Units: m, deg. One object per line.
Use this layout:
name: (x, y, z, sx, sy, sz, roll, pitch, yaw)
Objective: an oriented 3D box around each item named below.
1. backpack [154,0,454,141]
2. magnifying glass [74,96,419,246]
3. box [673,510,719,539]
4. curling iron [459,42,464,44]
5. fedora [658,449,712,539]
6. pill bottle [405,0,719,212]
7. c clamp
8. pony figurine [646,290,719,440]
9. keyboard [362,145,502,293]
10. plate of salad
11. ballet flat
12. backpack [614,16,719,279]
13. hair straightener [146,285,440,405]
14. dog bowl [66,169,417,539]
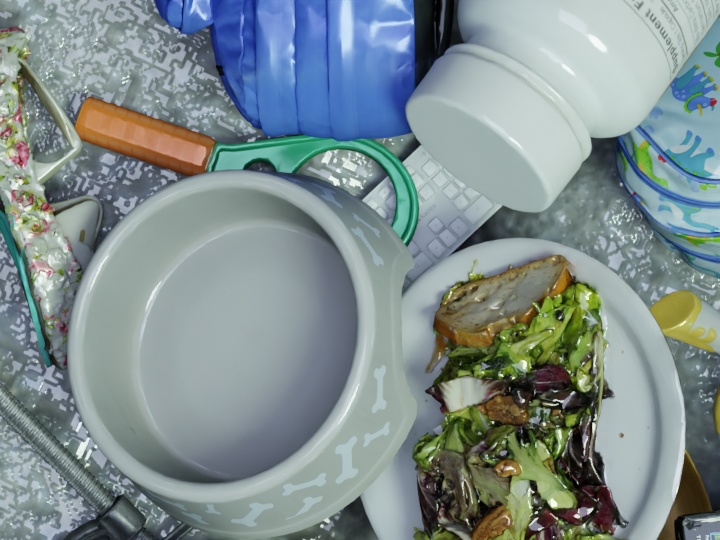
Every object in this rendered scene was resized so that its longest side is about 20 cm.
backpack: (-0.029, -0.168, 1.274, 0.168, 0.163, 0.200, -5, 100, 7)
magnifying glass: (-0.064, -0.055, 1.331, 0.200, 0.022, 0.080, 19, 87, 4)
box: (0.247, 0.213, 1.186, 0.160, 0.044, 0.200, -5, 84, 2)
curling iron: (0.131, -0.148, 1.329, 0.200, 0.026, 0.050, -33, 80, 2)
fedora: (0.104, 0.159, 1.290, 0.200, 0.082, 0.201, 0, 88, 3)
pill bottle: (0.115, -0.132, 1.211, 0.114, 0.114, 0.200, 36, 73, 3)
c clamp: (-0.191, 0.112, 1.321, 0.200, 0.027, 0.171, 41, 100, -9)
pony figurine: (0.263, 0.053, 1.247, 0.193, 0.200, 0.167, -30, 46, 6)
keyboard: (0.000, 0.000, 1.337, 0.200, 0.011, 0.056, -43, 87, 0)
plate of salad: (0.073, 0.082, 1.223, 0.200, 0.048, 0.200, -3, 84, 33)
ballet flat: (-0.179, -0.046, 1.315, 0.064, 0.076, 0.200, -21, 90, -7)
backpack: (0.230, -0.087, 1.271, 0.200, 0.154, 0.163, -43, 59, 15)
hair straightener: (-0.029, 0.051, 1.307, 0.200, 0.041, 0.077, 16, 86, 6)
dog bowl: (-0.065, 0.038, 1.252, 0.200, 0.059, 0.200, -5, 76, 21)
